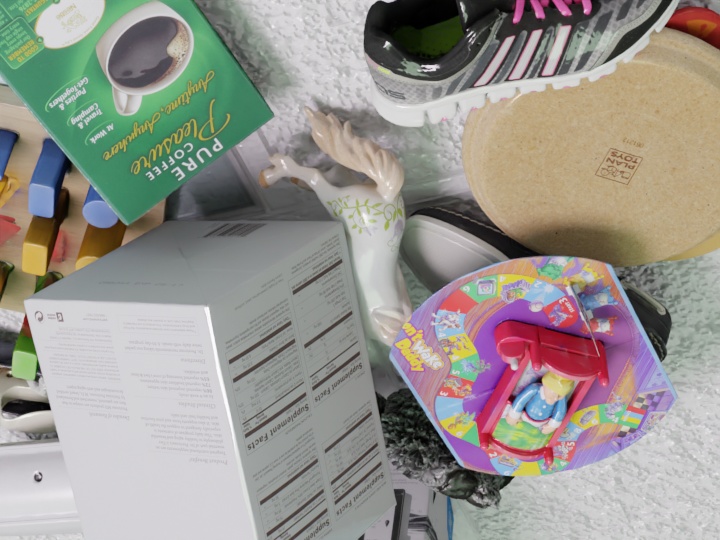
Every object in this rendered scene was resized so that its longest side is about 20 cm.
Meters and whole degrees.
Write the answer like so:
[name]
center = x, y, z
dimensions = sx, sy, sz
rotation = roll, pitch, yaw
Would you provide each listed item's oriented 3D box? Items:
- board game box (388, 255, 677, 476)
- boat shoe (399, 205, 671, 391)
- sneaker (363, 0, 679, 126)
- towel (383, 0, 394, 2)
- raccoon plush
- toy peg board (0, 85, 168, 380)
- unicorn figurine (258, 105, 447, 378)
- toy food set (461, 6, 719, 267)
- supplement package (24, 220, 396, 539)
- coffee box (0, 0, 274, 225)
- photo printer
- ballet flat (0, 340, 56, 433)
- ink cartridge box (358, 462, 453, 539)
[board game box]
center = 0.114, 0.079, 1.173
dimensions = 0.157, 0.039, 0.201
rotation = -21, 129, 15
[boat shoe]
center = 0.119, 0.008, 1.222
dimensions = 0.199, 0.061, 0.074
rotation = 28, 144, 2
[sneaker]
center = 0.087, -0.148, 1.034
dimensions = 0.198, 0.074, 0.087
rotation = -19, 151, 13
[towel]
center = 0.048, -0.227, 1.026
dimensions = 0.146, 0.024, 0.200
rotation = 24, 134, -15
[raccoon plush]
center = 0.058, 0.078, 1.298
dimensions = 0.199, 0.097, 0.135
rotation = 26, 97, 14
[toy peg board]
center = -0.238, -0.016, 1.233
dimensions = 0.198, 0.098, 0.200
rotation = 11, 136, -2
[unicorn figurine]
center = 0.000, 0.000, 1.192
dimensions = 0.136, 0.074, 0.201
rotation = 20, 138, 27
[toy food set]
center = 0.162, -0.080, 1.132
dimensions = 0.198, 0.049, 0.199
rotation = 5, 134, 1
[supplement package]
center = -0.091, 0.086, 1.162
dimensions = 0.151, 0.150, 0.202
rotation = 1, 111, 35
[coffee box]
center = -0.154, -0.135, 1.102
dimensions = 0.123, 0.044, 0.200
rotation = -38, 125, 2
[photo printer]
center = -0.195, 0.162, 1.377
dimensions = 0.198, 0.070, 0.166
rotation = -6, 171, 14
[ballet flat]
center = -0.275, 0.086, 1.362
dimensions = 0.198, 0.073, 0.073
rotation = 11, 136, -1
[ink cartridge box]
center = 0.026, 0.233, 1.364
dimensions = 0.067, 0.201, 0.117
rotation = -2, 135, 11
